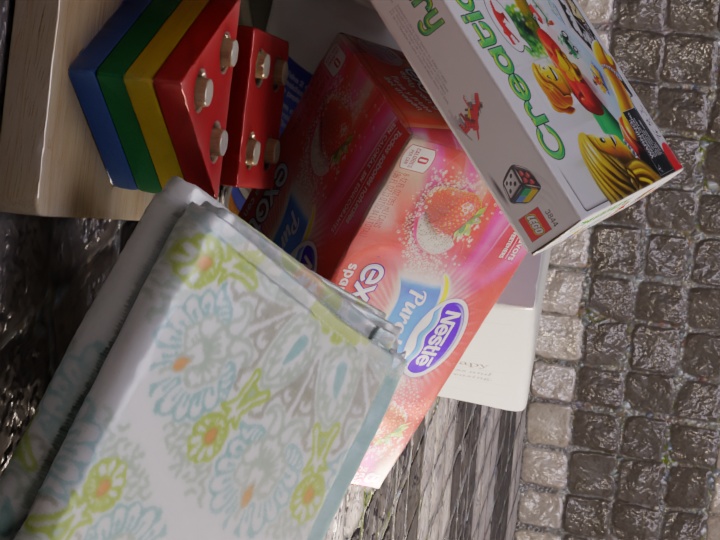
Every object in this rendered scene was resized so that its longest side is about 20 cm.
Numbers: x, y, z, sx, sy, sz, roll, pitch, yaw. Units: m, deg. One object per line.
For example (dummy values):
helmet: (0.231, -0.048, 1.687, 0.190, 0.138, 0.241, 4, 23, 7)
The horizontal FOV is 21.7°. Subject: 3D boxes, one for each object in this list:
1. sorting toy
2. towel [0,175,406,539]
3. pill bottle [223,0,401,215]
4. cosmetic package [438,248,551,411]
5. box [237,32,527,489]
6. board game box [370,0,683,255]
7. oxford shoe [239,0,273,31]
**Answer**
sorting toy: (-0.077, -0.119, 0.794, 0.199, 0.069, 0.201, -4, 101, -79)
towel: (-0.071, 0.080, 0.782, 0.171, 0.048, 0.201, 37, 77, -51)
pill bottle: (-0.001, -0.097, 0.991, 0.112, 0.112, 0.201, -70, 179, -51)
cosmetic package: (0.039, -0.028, 1.189, 0.200, 0.166, 0.167, 82, 18, -68)
box: (0.000, 0.000, 0.923, 0.200, 0.102, 0.095, -59, -142, 24)
board game box: (0.062, -0.111, 0.858, 0.201, 0.035, 0.126, 58, 32, 4)
oxford shoe: (-0.039, -0.189, 0.991, 0.075, 0.057, 0.201, -73, 167, -50)
